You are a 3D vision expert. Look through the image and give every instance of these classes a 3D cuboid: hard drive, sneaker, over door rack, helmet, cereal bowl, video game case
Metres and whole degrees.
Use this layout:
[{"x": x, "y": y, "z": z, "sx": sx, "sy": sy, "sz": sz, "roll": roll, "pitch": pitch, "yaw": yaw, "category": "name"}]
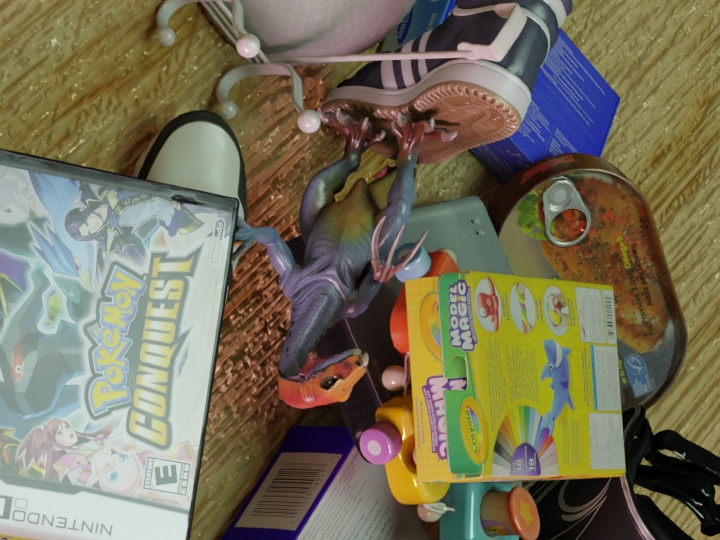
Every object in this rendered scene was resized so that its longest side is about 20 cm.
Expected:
[{"x": 0.038, "y": 0.033, "z": 1.757, "sx": 0.200, "sy": 0.033, "sz": 0.140, "roll": -14, "pitch": 80, "yaw": -56, "category": "hard drive"}, {"x": 0.054, "y": -0.128, "z": 1.686, "sx": 0.070, "sy": 0.200, "sz": 0.109, "roll": 32, "pitch": 73, "yaw": -23, "category": "sneaker"}, {"x": -0.097, "y": 0.006, "z": 1.581, "sx": 0.073, "sy": 0.080, "sz": 0.201, "roll": 13, "pitch": 77, "yaw": -16, "category": "sneaker"}, {"x": -0.033, "y": -0.149, "z": 1.573, "sx": 0.148, "sy": 0.199, "sz": 0.067, "roll": 51, "pitch": 42, "yaw": -40, "category": "over door rack"}, {"x": 0.169, "y": 0.201, "z": 1.784, "sx": 0.200, "sy": 0.191, "sz": 0.200, "roll": 24, "pitch": 37, "yaw": -20, "category": "helmet"}, {"x": -0.016, "y": -0.219, "z": 1.690, "sx": 0.200, "sy": 0.083, "sz": 0.201, "roll": -5, "pitch": 96, "yaw": -52, "category": "cereal bowl"}, {"x": -0.163, "y": 0.043, "z": 1.492, "sx": 0.180, "sy": 0.025, "sz": 0.201, "roll": 11, "pitch": 82, "yaw": -22, "category": "video game case"}]

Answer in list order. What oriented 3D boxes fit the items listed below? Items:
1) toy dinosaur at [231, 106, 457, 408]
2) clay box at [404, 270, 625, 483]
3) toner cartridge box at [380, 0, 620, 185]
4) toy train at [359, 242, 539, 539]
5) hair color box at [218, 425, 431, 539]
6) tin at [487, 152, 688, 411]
[{"x": 0.000, "y": 0.000, "z": 1.624, "sx": 0.200, "sy": 0.105, "sz": 0.182, "roll": 40, "pitch": 62, "yaw": -63, "category": "toy dinosaur"}, {"x": 0.083, "y": 0.062, "z": 1.623, "sx": 0.200, "sy": 0.047, "sz": 0.115, "roll": 6, "pitch": 79, "yaw": -56, "category": "clay box"}, {"x": 0.094, "y": -0.126, "z": 1.864, "sx": 0.200, "sy": 0.043, "sz": 0.095, "roll": 44, "pitch": 57, "yaw": -44, "category": "toner cartridge box"}, {"x": 0.068, "y": 0.087, "z": 1.683, "sx": 0.200, "sy": 0.055, "sz": 0.150, "roll": 60, "pitch": 41, "yaw": -32, "category": "toy train"}, {"x": -0.002, "y": 0.201, "z": 1.739, "sx": 0.109, "sy": 0.065, "sz": 0.200, "roll": -56, "pitch": 129, "yaw": -36, "category": "hair color box"}, {"x": 0.147, "y": 0.013, "z": 1.893, "sx": 0.112, "sy": 0.042, "sz": 0.200, "roll": -25, "pitch": 122, "yaw": -9, "category": "tin"}]
